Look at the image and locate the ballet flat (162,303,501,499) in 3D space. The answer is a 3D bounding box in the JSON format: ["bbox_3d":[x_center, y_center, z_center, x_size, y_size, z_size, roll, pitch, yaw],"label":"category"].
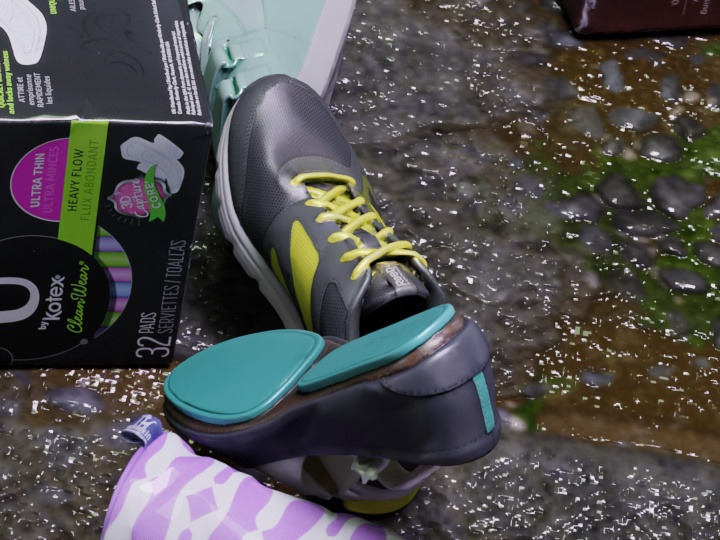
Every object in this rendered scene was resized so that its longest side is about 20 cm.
[{"bbox_3d":[-0.011,0.060,1.130,0.073,0.200,0.073,5,80,-34],"label":"ballet flat"}]

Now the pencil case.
[{"bbox_3d":[-0.013,0.133,1.124,0.199,0.084,0.085,24,19,12],"label":"pencil case"}]

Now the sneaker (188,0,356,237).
[{"bbox_3d":[-0.076,-0.084,1.354,0.118,0.074,0.201,15,35,0],"label":"sneaker"}]

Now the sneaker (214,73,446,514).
[{"bbox_3d":[0.000,0.000,1.221,0.074,0.085,0.201,-10,73,-31],"label":"sneaker"}]

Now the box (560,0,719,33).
[{"bbox_3d":[0.176,-0.252,1.531,0.164,0.166,0.200,-5,43,-17],"label":"box"}]

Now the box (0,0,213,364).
[{"bbox_3d":[-0.177,-0.050,1.235,0.199,0.149,0.125,1,44,-13],"label":"box"}]
